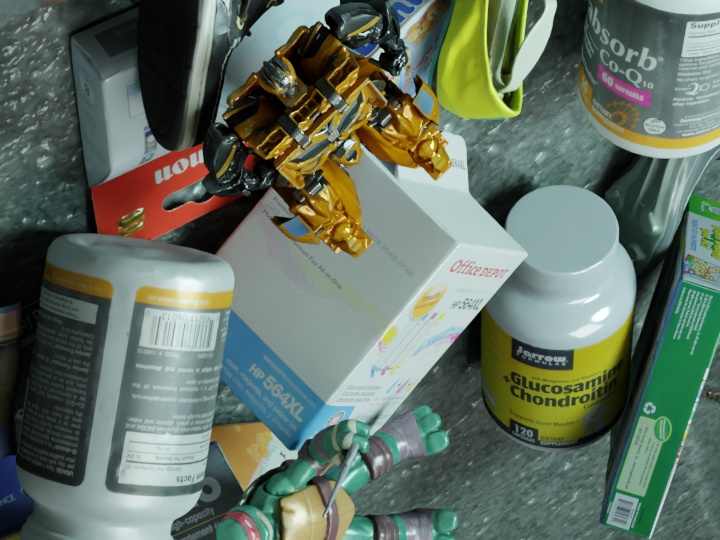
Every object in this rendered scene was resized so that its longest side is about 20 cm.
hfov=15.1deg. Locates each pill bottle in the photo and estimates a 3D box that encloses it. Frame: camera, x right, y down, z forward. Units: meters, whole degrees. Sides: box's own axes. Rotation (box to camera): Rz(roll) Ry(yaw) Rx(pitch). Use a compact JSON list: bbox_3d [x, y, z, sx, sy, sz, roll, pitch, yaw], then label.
[{"bbox_3d":[0.206,-0.179,1.761,0.116,0.116,0.201,-25,144,-22],"label":"pill bottle"},{"bbox_3d":[0.142,0.033,1.964,0.112,0.112,0.201,-28,146,-18],"label":"pill bottle"},{"bbox_3d":[-0.145,0.085,1.632,0.116,0.116,0.202,3,100,-47],"label":"pill bottle"}]

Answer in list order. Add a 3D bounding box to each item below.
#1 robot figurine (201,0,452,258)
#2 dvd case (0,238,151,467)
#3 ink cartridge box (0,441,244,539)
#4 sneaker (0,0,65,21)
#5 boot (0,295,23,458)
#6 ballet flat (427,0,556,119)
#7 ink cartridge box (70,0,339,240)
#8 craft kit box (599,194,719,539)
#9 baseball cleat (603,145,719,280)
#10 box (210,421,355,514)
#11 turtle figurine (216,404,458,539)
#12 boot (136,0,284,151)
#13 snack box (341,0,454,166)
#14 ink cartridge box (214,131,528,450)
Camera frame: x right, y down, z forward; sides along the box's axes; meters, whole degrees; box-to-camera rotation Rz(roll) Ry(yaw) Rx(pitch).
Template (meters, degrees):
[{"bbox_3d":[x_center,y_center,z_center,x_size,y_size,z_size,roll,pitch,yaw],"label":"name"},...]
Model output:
[{"bbox_3d":[-0.014,-0.078,1.550,0.145,0.058,0.200,-45,159,2],"label":"robot figurine"},{"bbox_3d":[-0.207,0.074,1.727,0.199,0.025,0.151,-30,151,-17],"label":"dvd case"},{"bbox_3d":[-0.154,0.188,1.712,0.197,0.201,0.047,-23,166,-28],"label":"ink cartridge box"},{"bbox_3d":[-0.205,-0.162,1.437,0.199,0.078,0.082,-14,166,-34],"label":"sneaker"},{"bbox_3d":[-0.281,0.079,1.584,0.199,0.075,0.098,-12,103,-33],"label":"boot"},{"bbox_3d":[0.092,-0.186,1.638,0.067,0.067,0.201,-11,117,-52],"label":"ballet flat"},{"bbox_3d":[-0.089,-0.090,1.641,0.159,0.047,0.201,-27,143,-20],"label":"ink cartridge box"},{"bbox_3d":[0.228,0.068,2.014,0.198,0.048,0.201,-76,-178,-69],"label":"craft kit box"},{"bbox_3d":[0.238,-0.075,1.975,0.106,0.070,0.201,-14,140,-35],"label":"baseball cleat"},{"bbox_3d":[-0.106,0.182,1.855,0.199,0.125,0.097,-2,150,-45],"label":"box"},{"bbox_3d":[-0.023,0.154,1.693,0.199,0.100,0.151,-17,120,-48],"label":"turtle figurine"},{"bbox_3d":[-0.043,-0.164,1.527,0.150,0.073,0.202,-2,109,-32],"label":"boot"},{"bbox_3d":[0.028,-0.138,1.671,0.200,0.024,0.072,-45,153,-27],"label":"snack box"},{"bbox_3d":[0.000,0.000,1.745,0.200,0.125,0.128,-50,161,14],"label":"ink cartridge box"}]
